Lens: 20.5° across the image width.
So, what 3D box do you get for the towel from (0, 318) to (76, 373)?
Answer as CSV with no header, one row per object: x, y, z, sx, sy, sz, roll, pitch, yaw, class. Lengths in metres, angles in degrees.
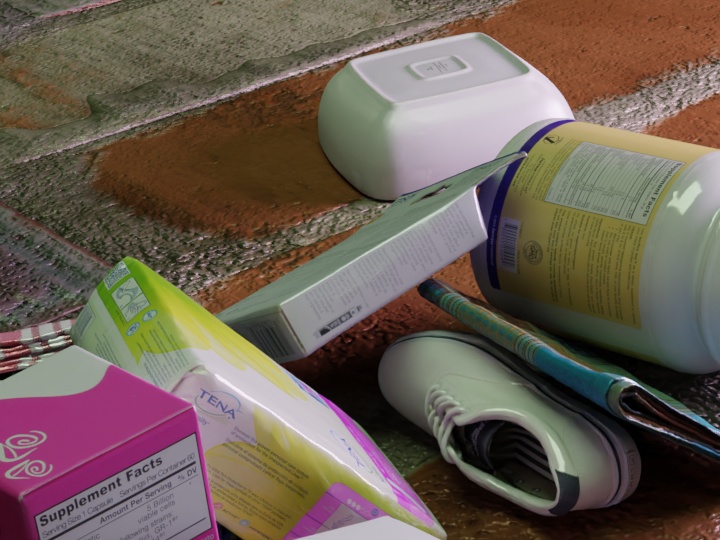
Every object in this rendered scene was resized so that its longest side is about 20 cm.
-0.220,0.045,1.348,0.200,0.030,0.146,-12,3,-11,towel

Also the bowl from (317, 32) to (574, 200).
0.069,-0.137,1.671,0.199,0.075,0.200,-14,27,-13,bowl

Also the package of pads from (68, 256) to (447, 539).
-0.057,0.093,1.075,0.068,0.200,0.155,-50,30,5,package of pads

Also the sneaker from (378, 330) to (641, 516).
0.072,0.086,1.178,0.071,0.073,0.200,-7,20,-42,sneaker

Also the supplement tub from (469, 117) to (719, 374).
0.188,-0.015,1.290,0.200,0.146,0.145,16,33,40,supplement tub

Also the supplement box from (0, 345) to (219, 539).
-0.129,0.153,0.945,0.103,0.200,0.101,-25,30,-35,supplement box

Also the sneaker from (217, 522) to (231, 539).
-0.118,0.139,1.128,0.082,0.074,0.200,0,27,9,sneaker

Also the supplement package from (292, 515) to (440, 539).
-0.012,0.198,0.867,0.200,0.111,0.156,-6,19,-44,supplement package

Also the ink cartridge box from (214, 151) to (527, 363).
0.000,0.000,1.298,0.200,0.041,0.200,-33,6,-22,ink cartridge box

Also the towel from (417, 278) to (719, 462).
0.139,0.061,1.190,0.147,0.022,0.200,25,4,-37,towel
